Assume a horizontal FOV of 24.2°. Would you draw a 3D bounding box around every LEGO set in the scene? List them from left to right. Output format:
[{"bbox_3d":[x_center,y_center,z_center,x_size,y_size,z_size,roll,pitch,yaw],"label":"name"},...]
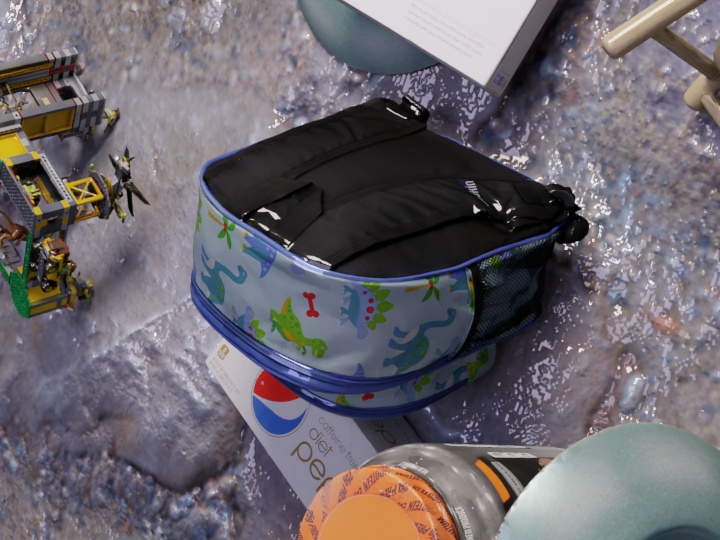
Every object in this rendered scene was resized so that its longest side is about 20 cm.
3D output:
[{"bbox_3d":[-0.229,-0.071,1.278,0.200,0.115,0.154,50,143,34],"label":"LEGO set"}]

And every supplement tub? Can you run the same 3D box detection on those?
[{"bbox_3d":[0.062,0.159,0.947,0.122,0.199,0.124,-4,83,37],"label":"supplement tub"}]

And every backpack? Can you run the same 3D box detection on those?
[{"bbox_3d":[0.000,0.000,1.013,0.183,0.199,0.148,33,124,33],"label":"backpack"}]

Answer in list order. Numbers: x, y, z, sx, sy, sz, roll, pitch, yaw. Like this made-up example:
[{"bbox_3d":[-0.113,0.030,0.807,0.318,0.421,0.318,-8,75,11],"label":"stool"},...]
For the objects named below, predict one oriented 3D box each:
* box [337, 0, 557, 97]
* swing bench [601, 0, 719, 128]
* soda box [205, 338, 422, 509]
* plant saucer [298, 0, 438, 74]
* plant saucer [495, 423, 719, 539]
[{"bbox_3d":[0.077,-0.230,1.049,0.144,0.036,0.201,33,95,21],"label":"box"},{"bbox_3d":[0.272,-0.097,0.866,0.200,0.129,0.200,-41,62,21],"label":"swing bench"},{"bbox_3d":[-0.015,0.108,1.098,0.068,0.063,0.200,-51,59,21],"label":"soda box"},{"bbox_3d":[0.020,-0.234,1.126,0.200,0.039,0.203,-5,81,36],"label":"plant saucer"},{"bbox_3d":[0.151,0.183,0.876,0.039,0.200,0.203,9,90,60],"label":"plant saucer"}]
